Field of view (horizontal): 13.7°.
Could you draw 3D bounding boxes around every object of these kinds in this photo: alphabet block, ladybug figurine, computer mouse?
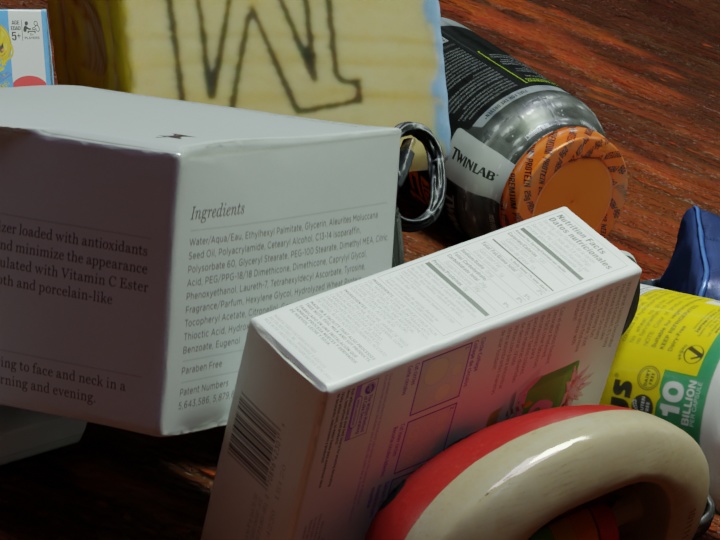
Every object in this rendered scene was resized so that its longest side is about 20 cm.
[{"bbox_3d":[-0.075,-0.156,1.840,0.199,0.197,0.195,-10,14,-18],"label":"alphabet block"},{"bbox_3d":[0.072,0.119,1.365,0.199,0.136,0.072,-15,41,-39],"label":"ladybug figurine"},{"bbox_3d":[0.000,0.000,1.677,0.058,0.034,0.200,26,59,1],"label":"computer mouse"}]

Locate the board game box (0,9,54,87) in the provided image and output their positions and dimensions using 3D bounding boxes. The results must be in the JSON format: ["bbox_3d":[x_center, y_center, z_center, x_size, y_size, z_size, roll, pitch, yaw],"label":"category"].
[{"bbox_3d":[-0.299,-0.102,1.609,0.199,0.056,0.195,-4,0,-39],"label":"board game box"}]

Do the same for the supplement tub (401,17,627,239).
[{"bbox_3d":[0.087,-0.087,2.075,0.122,0.123,0.200,6,21,-39],"label":"supplement tub"}]

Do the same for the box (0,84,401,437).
[{"bbox_3d":[-0.114,-0.011,1.409,0.198,0.131,0.200,9,10,30],"label":"box"}]

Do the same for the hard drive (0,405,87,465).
[{"bbox_3d":[-0.234,0.060,1.410,0.132,0.027,0.200,27,18,22],"label":"hard drive"}]

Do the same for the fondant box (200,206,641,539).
[{"bbox_3d":[0.027,0.066,1.381,0.199,0.145,0.058,-18,47,-38],"label":"fondant box"}]

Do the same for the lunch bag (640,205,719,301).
[{"bbox_3d":[0.222,0.046,1.784,0.132,0.136,0.200,19,15,-4],"label":"lunch bag"}]

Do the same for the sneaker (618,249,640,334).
[{"bbox_3d":[0.058,0.033,1.537,0.084,0.073,0.200,15,23,34],"label":"sneaker"}]

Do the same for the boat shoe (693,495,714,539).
[{"bbox_3d":[0.089,0.100,1.546,0.199,0.065,0.073,16,57,-13],"label":"boat shoe"}]

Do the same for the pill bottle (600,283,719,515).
[{"bbox_3d":[0.145,0.063,1.647,0.199,0.113,0.113,13,10,37],"label":"pill bottle"}]

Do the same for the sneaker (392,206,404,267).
[{"bbox_3d":[-0.057,-0.031,1.547,0.200,0.098,0.071,23,37,24],"label":"sneaker"}]
